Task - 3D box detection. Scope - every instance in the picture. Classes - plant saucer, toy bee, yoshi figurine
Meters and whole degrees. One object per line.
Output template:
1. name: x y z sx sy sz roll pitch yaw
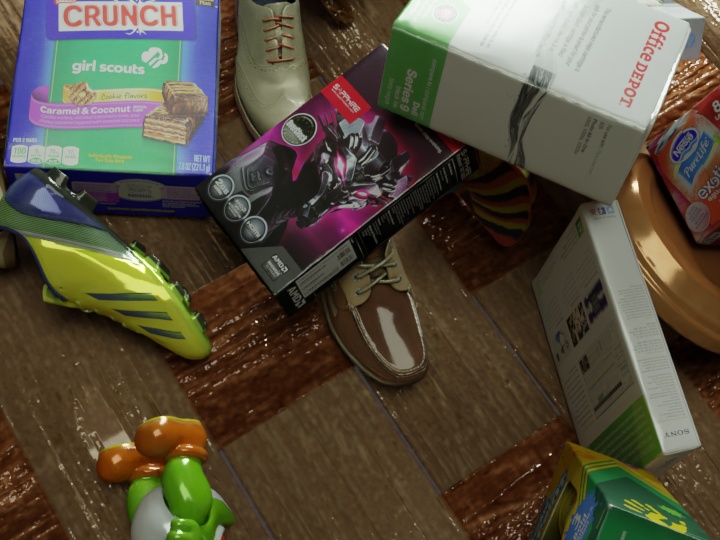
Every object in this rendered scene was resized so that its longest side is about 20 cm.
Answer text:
1. plant saucer: 0.280 -0.023 0.951 0.198 0.037 0.202 24 43 -25
2. toy bee: 0.083 -0.118 0.959 0.198 0.109 0.132 29 25 -17
3. yoshi figurine: -0.144 0.213 0.781 0.110 0.113 0.203 -16 70 0

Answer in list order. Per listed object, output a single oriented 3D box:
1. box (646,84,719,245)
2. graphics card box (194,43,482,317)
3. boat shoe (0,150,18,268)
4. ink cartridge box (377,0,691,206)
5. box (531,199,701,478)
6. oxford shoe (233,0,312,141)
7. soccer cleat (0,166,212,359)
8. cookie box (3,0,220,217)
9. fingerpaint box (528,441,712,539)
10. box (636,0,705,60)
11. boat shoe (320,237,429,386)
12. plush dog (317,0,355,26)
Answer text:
1. box: 0.353 -0.086 0.966 0.198 0.095 0.101 2 56 -42
2. graphics card box: -0.018 -0.074 0.889 0.199 0.051 0.126 -38 64 -4
3. boat shoe: -0.325 -0.094 0.908 0.063 0.071 0.203 -11 68 -16
4. ink cartridge box: 0.132 -0.156 0.850 0.198 0.085 0.147 25 50 10
5. box: 0.194 0.067 0.882 0.036 0.145 0.203 -7 66 -12
6. oxford shoe: -0.081 -0.198 0.999 0.069 0.074 0.203 -8 66 -13
7. soccer cleat: -0.201 0.008 0.875 0.200 0.065 0.084 44 83 -11
8. cookie box: -0.205 -0.154 0.956 0.168 0.075 0.203 2 64 -8
9. fingerpaint box: 0.142 0.234 0.737 0.072 0.167 0.203 20 95 1
10. box: 0.197 -0.237 1.027 0.153 0.042 0.201 -6 30 -13
11. boat shoe: 0.000 0.000 0.920 0.075 0.072 0.202 -21 70 -19
12. plush dog: -0.004 -0.342 1.035 0.171 0.200 0.161 -41 108 1
